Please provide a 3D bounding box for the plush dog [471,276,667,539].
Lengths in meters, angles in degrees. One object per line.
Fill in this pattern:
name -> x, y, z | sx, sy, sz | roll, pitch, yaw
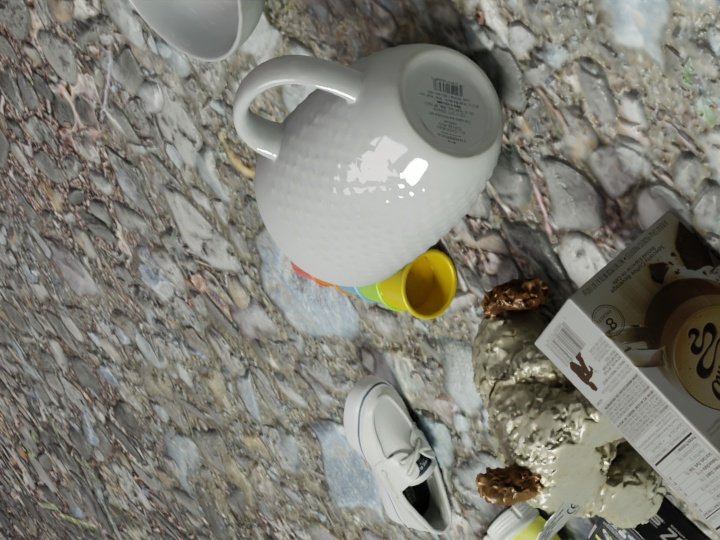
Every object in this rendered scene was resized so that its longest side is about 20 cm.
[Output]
plush dog -> 0.141, 0.103, 1.244 | 0.172, 0.159, 0.201 | -118, 13, -50

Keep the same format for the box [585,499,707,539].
box -> 0.272, 0.287, 1.333 | 0.200, 0.049, 0.162 | 42, 149, 20

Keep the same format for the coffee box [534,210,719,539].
coffee box -> 0.233, 0.075, 1.074 | 0.200, 0.113, 0.080 | 46, 152, 11

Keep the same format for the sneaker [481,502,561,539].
sneaker -> 0.156, 0.305, 1.506 | 0.090, 0.078, 0.201 | 36, 148, 26

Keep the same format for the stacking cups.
stacking cups -> 0.000, 0.000, 1.407 | 0.199, 0.060, 0.061 | 11, 132, 53

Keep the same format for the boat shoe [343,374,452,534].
boat shoe -> 0.045, 0.183, 1.556 | 0.065, 0.074, 0.201 | 19, 148, 41

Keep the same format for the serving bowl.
serving bowl -> -0.141, -0.274, 1.301 | 0.200, 0.066, 0.201 | 38, 149, 28

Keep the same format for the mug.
mug -> 0.000, -0.096, 1.168 | 0.199, 0.149, 0.175 | 23, 149, -20
